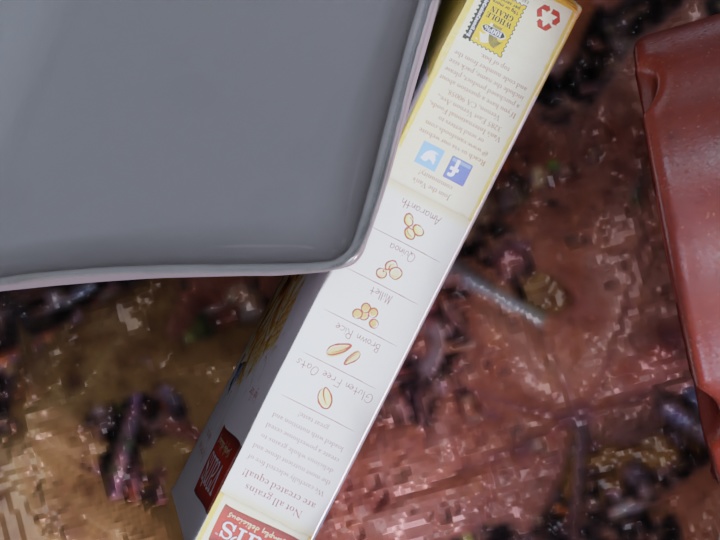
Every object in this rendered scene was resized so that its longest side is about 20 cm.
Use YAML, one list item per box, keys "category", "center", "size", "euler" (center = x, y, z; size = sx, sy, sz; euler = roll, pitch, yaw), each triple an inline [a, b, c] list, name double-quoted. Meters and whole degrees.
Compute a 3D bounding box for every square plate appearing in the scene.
- category: "square plate"
  center: [-0.055, -0.071, 0.758]
  size: [0.199, 0.028, 0.199]
  euler: [-4, 54, 32]

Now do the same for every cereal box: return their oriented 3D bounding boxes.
- category: "cereal box"
  center: [0.000, 0.000, 0.773]
  size: [0.039, 0.144, 0.201]
  euler: [28, 88, -6]

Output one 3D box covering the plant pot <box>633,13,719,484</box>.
- category: "plant pot"
  center: [0.194, -0.020, 0.756]
  size: [0.194, 0.201, 0.202]
  euler: [-11, 88, 9]
